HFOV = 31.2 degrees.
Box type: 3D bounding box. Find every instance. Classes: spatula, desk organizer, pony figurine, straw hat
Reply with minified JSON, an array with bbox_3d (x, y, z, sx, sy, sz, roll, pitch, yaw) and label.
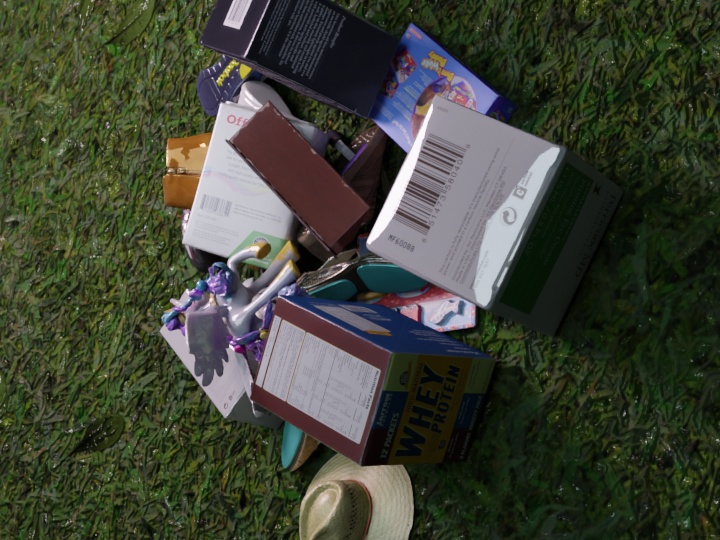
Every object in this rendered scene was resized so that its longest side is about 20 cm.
[{"bbox_3d":[-0.024,-0.166,1.743,0.057,0.020,0.200,-49,22,6],"label":"spatula"},{"bbox_3d":[-0.075,-0.117,1.658,0.077,0.072,0.200,-43,79,1],"label":"desk organizer"},{"bbox_3d":[-0.152,0.065,1.635,0.198,0.167,0.194,-31,51,6],"label":"pony figurine"},{"bbox_3d":[-0.032,0.310,1.624,0.199,0.085,0.205,-13,69,37],"label":"straw hat"}]

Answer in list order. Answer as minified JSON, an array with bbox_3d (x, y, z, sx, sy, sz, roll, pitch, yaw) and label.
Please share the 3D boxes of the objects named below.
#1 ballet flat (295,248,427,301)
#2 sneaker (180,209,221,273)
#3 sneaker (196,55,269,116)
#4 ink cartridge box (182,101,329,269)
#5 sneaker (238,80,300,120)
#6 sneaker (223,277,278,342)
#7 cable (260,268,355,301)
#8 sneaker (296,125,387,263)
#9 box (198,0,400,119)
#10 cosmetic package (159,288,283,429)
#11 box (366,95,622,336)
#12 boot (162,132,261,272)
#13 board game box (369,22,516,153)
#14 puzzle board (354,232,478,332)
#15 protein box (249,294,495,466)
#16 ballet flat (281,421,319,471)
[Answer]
[{"bbox_3d":[0.000,0.000,1.673,0.197,0.068,0.076,-15,45,23],"label":"ballet flat"},{"bbox_3d":[-0.199,-0.102,1.900,0.114,0.075,0.203,-13,69,34],"label":"sneaker"},{"bbox_3d":[-0.181,-0.294,1.947,0.199,0.082,0.075,-30,84,51],"label":"sneaker"},{"bbox_3d":[-0.140,-0.112,1.751,0.143,0.087,0.203,15,91,12],"label":"ink cartridge box"},{"bbox_3d":[-0.120,-0.181,1.867,0.201,0.074,0.089,55,134,33],"label":"sneaker"},{"bbox_3d":[-0.099,0.080,1.725,0.198,0.081,0.076,21,119,24],"label":"sneaker"},{"bbox_3d":[-0.076,0.022,1.784,0.198,0.050,0.099,-10,58,32],"label":"cable"},{"bbox_3d":[-0.011,-0.100,1.746,0.201,0.075,0.070,-57,24,-15],"label":"sneaker"},{"bbox_3d":[-0.084,-0.310,1.744,0.125,0.196,0.200,-64,29,4],"label":"box"},{"bbox_3d":[-0.178,0.122,1.791,0.082,0.112,0.200,-54,52,14],"label":"cosmetic package"},{"bbox_3d":[0.156,-0.062,1.502,0.199,0.171,0.201,28,94,36],"label":"box"},{"bbox_3d":[-0.209,-0.094,1.848,0.141,0.071,0.205,-5,92,8],"label":"boot"},{"bbox_3d":[0.097,-0.216,1.693,0.135,0.044,0.200,-55,50,15],"label":"board game box"},{"bbox_3d":[0.068,0.010,1.671,0.198,0.017,0.153,-11,71,38],"label":"puzzle board"},{"bbox_3d":[0.015,0.130,1.549,0.199,0.197,0.137,24,101,41],"label":"protein box"},{"bbox_3d":[-0.060,0.178,1.691,0.071,0.064,0.203,-121,36,-52],"label":"ballet flat"}]
